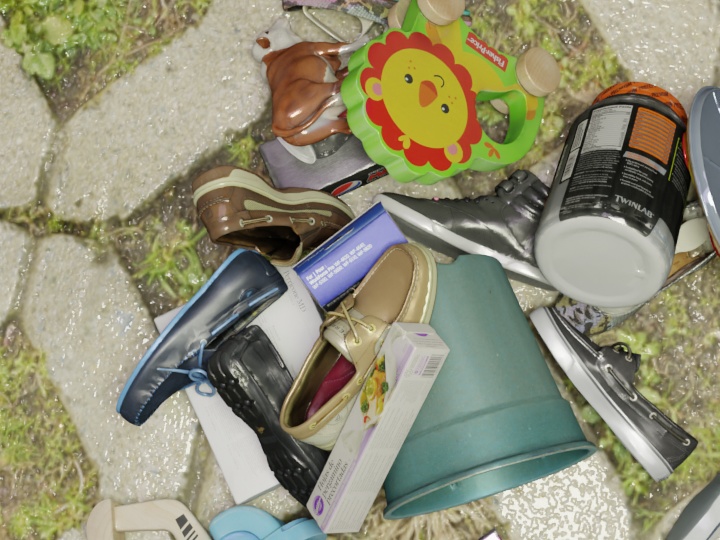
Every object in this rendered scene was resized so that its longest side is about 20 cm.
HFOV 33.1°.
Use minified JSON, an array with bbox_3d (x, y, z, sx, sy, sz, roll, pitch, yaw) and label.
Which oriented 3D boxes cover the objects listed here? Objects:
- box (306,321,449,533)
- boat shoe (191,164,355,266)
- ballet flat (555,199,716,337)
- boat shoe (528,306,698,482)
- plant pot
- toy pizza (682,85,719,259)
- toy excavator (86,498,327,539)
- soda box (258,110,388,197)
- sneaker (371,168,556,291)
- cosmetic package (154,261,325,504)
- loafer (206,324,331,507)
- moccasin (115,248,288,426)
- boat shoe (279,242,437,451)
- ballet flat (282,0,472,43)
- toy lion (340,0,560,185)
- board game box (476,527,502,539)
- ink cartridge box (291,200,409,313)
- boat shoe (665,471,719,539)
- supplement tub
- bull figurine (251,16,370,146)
[{"bbox_3d":[0.013,0.135,1.025,0.039,0.041,0.200,50,125,45],"label":"box"},{"bbox_3d":[-0.075,-0.035,1.136,0.075,0.202,0.075,-32,62,34],"label":"boat shoe"},{"bbox_3d":[0.272,-0.006,1.159,0.200,0.072,0.072,-34,81,0],"label":"ballet flat"},{"bbox_3d":[0.241,0.104,1.143,0.066,0.070,0.200,-39,83,6],"label":"boat shoe"},{"bbox_3d":[0.088,0.102,1.106,0.200,0.200,0.197,-18,74,2],"label":"plant pot"},{"bbox_3d":[0.343,-0.072,1.117,0.032,0.200,0.201,-19,79,37],"label":"toy pizza"},{"bbox_3d":[-0.138,0.266,1.155,0.194,0.100,0.200,-35,68,-2],"label":"toy excavator"},{"bbox_3d":[0.004,-0.127,1.203,0.200,0.063,0.071,-24,81,1],"label":"soda box"},{"bbox_3d":[0.115,-0.060,1.183,0.199,0.071,0.099,22,83,2],"label":"sneaker"},{"bbox_3d":[-0.090,0.105,1.185,0.150,0.052,0.200,-26,81,4],"label":"cosmetic package"},{"bbox_3d":[-0.061,0.141,1.111,0.070,0.068,0.201,-42,106,-36],"label":"loafer"},{"bbox_3d":[-0.146,0.069,1.131,0.068,0.080,0.200,39,88,5],"label":"moccasin"},{"bbox_3d":[-0.003,0.064,1.034,0.074,0.066,0.200,33,100,42],"label":"boat shoe"},{"bbox_3d":[0.012,-0.255,1.224,0.199,0.069,0.071,20,102,11],"label":"ballet flat"},{"bbox_3d":[0.079,-0.157,1.119,0.200,0.069,0.192,30,62,-24],"label":"toy lion"},{"bbox_3d":[0.100,0.380,1.134,0.199,0.041,0.200,-35,81,0],"label":"board game box"},{"bbox_3d":[0.000,0.000,1.116,0.099,0.200,0.039,-37,77,0],"label":"ink cartridge box"},{"bbox_3d":[0.366,0.219,1.122,0.086,0.075,0.202,43,78,7],"label":"boat shoe"},{"bbox_3d":[0.237,-0.074,1.111,0.122,0.123,0.200,19,51,7],"label":"supplement tub"},{"bbox_3d":[-0.043,-0.185,1.171,0.121,0.065,0.200,-14,40,4],"label":"bull figurine"}]
